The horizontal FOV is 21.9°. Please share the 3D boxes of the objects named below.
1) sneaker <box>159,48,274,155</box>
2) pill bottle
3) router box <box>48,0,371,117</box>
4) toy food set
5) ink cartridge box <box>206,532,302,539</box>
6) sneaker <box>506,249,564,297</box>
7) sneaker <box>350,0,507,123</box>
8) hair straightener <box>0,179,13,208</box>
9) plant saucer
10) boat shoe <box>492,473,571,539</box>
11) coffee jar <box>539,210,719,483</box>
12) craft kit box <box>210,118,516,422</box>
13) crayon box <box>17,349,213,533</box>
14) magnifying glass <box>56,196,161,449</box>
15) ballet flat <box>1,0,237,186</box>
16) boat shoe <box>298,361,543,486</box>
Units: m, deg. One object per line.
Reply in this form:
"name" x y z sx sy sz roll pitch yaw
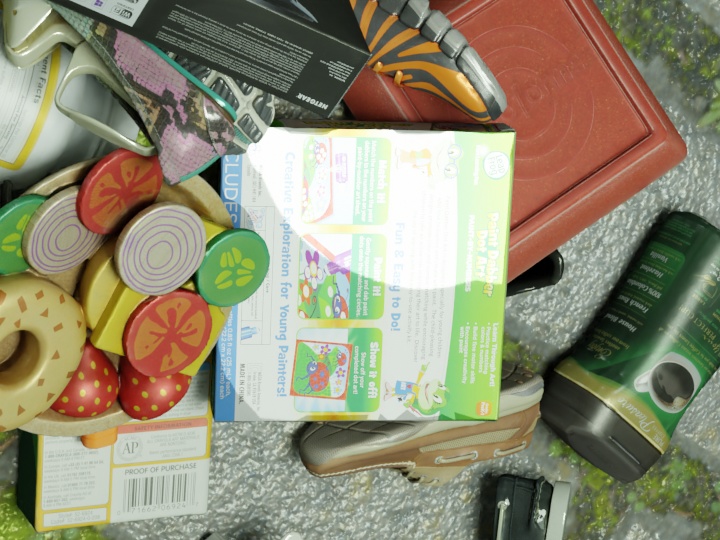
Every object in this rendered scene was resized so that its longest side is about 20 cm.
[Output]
"sneaker" -0.128 -0.158 1.164 0.077 0.080 0.200 -43 95 7
"pill bottle" -0.238 -0.114 1.132 0.199 0.112 0.113 19 96 -32
"router box" -0.102 -0.185 1.086 0.199 0.158 0.052 21 121 -30
"toy food set" -0.156 0.018 1.136 0.199 0.049 0.199 20 104 -41
"ink cartridge box" -0.109 0.275 1.331 0.200 0.068 0.116 -39 118 -11
"sneaker" 0.055 -0.011 1.329 0.199 0.080 0.072 -5 108 -26
"sneaker" -0.002 -0.143 1.239 0.200 0.078 0.112 42 91 10
"hair straightener" -0.241 0.023 1.171 0.076 0.041 0.201 8 130 -17
"plant saucer" 0.109 -0.116 1.304 0.199 0.037 0.201 -34 90 -14
"boat shoe" 0.121 0.245 1.454 0.060 0.076 0.201 12 113 9
"coffee jar" 0.227 0.061 1.436 0.104 0.085 0.200 41 84 -33
"craft kit box" 0.000 0.000 1.238 0.196 0.049 0.202 2 102 -7
"crayon box" -0.164 0.069 1.260 0.125 0.052 0.202 -3 107 -27
"magnifying glass" -0.164 0.025 1.180 0.079 0.022 0.201 -13 125 -30
"ballet flat" -0.159 -0.127 1.075 0.071 0.069 0.200 -44 82 -10
"boat shoe" 0.050 0.126 1.374 0.199 0.076 0.072 -12 112 -22
